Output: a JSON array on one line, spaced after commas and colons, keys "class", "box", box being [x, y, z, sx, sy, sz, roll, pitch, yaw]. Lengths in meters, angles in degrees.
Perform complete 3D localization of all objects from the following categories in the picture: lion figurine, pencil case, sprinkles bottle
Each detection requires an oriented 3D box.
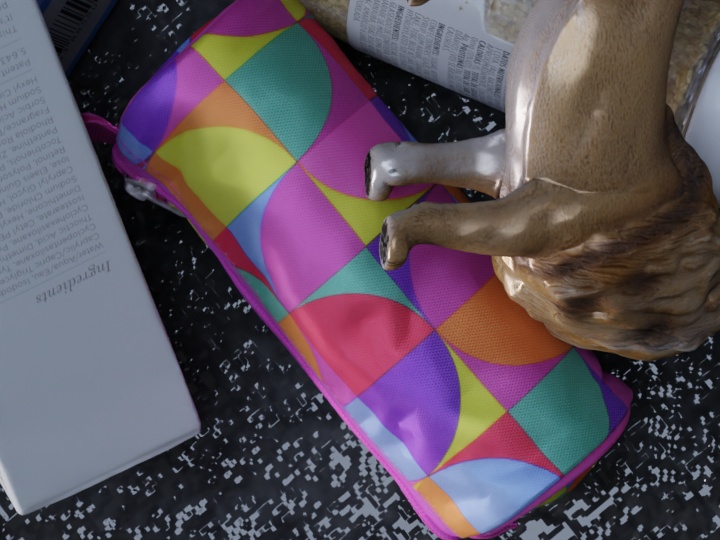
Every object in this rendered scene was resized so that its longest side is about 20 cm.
[{"class": "lion figurine", "box": [0.067, -0.061, 0.743, 0.122, 0.073, 0.201, 0, 121, -9]}, {"class": "pencil case", "box": [0.000, 0.000, 0.819, 0.088, 0.088, 0.200, -43, 89, 9]}, {"class": "sprinkles bottle", "box": [0.053, -0.086, 0.830, 0.199, 0.068, 0.069, 24, 94, 14]}]

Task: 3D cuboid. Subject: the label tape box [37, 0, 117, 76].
[{"class": "label tape box", "box": [-0.202, -0.111, 0.899, 0.199, 0.066, 0.144, 35, 97, 11]}]

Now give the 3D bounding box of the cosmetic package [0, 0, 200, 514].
[{"class": "cosmetic package", "box": [-0.127, -0.031, 0.803, 0.074, 0.102, 0.201, -25, 118, -13]}]
